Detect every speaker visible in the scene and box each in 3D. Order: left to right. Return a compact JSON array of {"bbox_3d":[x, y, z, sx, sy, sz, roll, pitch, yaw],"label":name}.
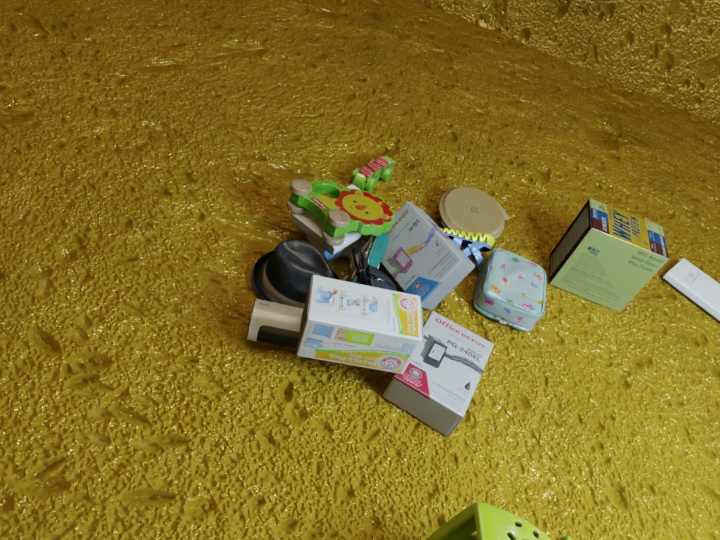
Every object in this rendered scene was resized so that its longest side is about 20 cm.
[{"bbox_3d":[-0.111,0.112,1.044,0.200,0.081,0.081,13,44,-9],"label":"speaker"}]

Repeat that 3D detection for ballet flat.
[{"bbox_3d":[0.000,0.000,1.191,0.068,0.072,0.200,34,64,-35],"label":"ballet flat"}]

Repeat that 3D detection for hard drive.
[{"bbox_3d":[-0.040,-0.121,1.238,0.132,0.026,0.200,38,48,20],"label":"hard drive"},{"bbox_3d":[0.967,0.057,1.534,0.132,0.026,0.200,-25,60,-37],"label":"hard drive"}]

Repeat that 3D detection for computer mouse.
[{"bbox_3d":[0.042,0.050,1.095,0.046,0.200,0.141,-18,50,14],"label":"computer mouse"}]

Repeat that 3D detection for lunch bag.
[{"bbox_3d":[0.358,0.048,1.287,0.160,0.077,0.200,25,44,2],"label":"lunch bag"}]

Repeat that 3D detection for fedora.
[{"bbox_3d":[-0.123,0.003,1.136,0.200,0.092,0.201,10,45,-10],"label":"fedora"}]

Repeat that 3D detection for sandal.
[{"bbox_3d":[0.233,-0.053,1.344,0.200,0.079,0.087,6,77,-2],"label":"sandal"}]

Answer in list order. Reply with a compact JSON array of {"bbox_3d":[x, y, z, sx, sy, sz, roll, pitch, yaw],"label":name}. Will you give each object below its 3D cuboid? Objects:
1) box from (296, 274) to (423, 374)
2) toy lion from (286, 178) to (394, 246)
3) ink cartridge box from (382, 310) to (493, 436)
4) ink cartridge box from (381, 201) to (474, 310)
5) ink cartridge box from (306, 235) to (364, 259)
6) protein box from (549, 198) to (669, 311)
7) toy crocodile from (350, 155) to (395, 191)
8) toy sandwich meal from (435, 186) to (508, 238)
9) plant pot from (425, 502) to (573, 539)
[{"bbox_3d":[-0.002,0.097,0.963,0.200,0.113,0.101,11,45,-9],"label":"box"},{"bbox_3d":[-0.033,-0.139,1.197,0.192,0.069,0.200,-24,54,-41],"label":"toy lion"},{"bbox_3d":[0.155,0.193,1.061,0.145,0.083,0.200,29,45,10],"label":"ink cartridge box"},{"bbox_3d":[0.130,-0.034,1.220,0.085,0.145,0.200,18,29,-56],"label":"ink cartridge box"},{"bbox_3d":[-0.022,-0.099,1.294,0.200,0.067,0.116,-12,52,-29],"label":"ink cartridge box"},{"bbox_3d":[0.618,-0.038,1.379,0.198,0.200,0.135,22,44,1],"label":"protein box"},{"bbox_3d":[0.036,-0.270,1.489,0.067,0.062,0.200,36,45,15],"label":"toy crocodile"},{"bbox_3d":[0.296,-0.144,1.465,0.205,0.070,0.205,7,56,-11],"label":"toy sandwich meal"},{"bbox_3d":[0.199,0.461,0.740,0.181,0.199,0.200,18,43,-12],"label":"plant pot"}]
